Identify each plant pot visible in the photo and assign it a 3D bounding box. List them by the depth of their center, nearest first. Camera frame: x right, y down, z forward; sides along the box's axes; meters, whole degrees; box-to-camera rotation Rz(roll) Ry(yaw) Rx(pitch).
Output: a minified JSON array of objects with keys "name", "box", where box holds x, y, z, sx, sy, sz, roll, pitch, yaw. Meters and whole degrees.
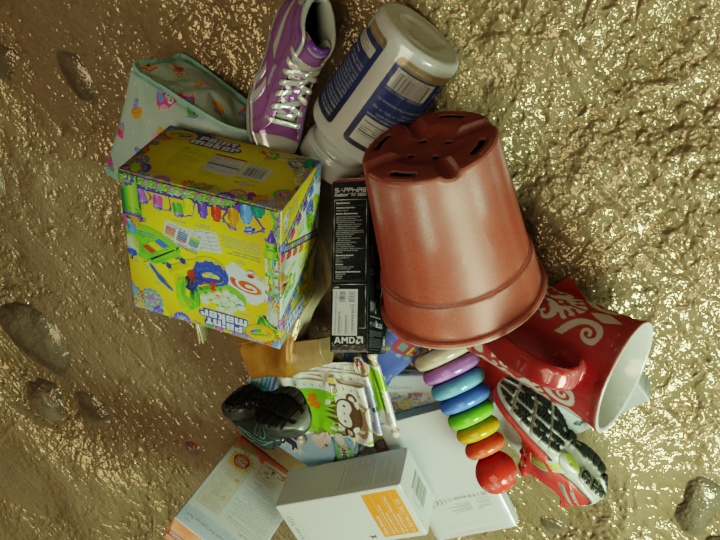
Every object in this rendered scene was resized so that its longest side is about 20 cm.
[{"name":"plant pot","box":[0.095,-0.055,0.898,0.198,0.202,0.197,-1,127,23]}]

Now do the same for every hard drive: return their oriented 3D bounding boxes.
[{"name":"hard drive","box":[0.122,0.282,1.145,0.131,0.027,0.202,-20,104,30]}]

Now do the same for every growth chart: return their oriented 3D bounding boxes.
[{"name":"growth chart","box":[-0.032,0.183,1.111,0.198,0.018,0.147,-11,106,38]}]

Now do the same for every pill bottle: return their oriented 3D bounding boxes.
[{"name":"pill bottle","box":[0.014,-0.196,0.943,0.111,0.111,0.200,41,123,0]}]

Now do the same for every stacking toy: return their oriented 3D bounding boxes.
[{"name":"stacking toy","box":[0.147,0.189,1.046,0.085,0.085,0.202,-28,84,31]}]

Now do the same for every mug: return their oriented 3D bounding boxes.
[{"name":"mug","box":[0.212,0.072,0.934,0.199,0.177,0.135,27,81,33]}]

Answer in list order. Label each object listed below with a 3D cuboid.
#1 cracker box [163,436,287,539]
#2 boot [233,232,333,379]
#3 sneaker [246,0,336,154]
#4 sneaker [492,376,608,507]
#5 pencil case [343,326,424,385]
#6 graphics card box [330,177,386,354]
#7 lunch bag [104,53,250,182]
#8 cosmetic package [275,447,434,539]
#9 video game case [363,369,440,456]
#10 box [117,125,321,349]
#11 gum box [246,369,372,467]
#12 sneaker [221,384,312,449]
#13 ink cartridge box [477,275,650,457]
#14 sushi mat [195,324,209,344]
[{"name":"cracker box","box":[-0.189,0.365,1.241,0.133,0.200,0.058,36,123,3]},{"name":"boot","box":[-0.112,0.042,1.102,0.142,0.070,0.205,-9,82,28]},{"name":"sneaker","box":[-0.078,-0.219,0.931,0.072,0.114,0.204,6,95,-26]},{"name":"sneaker","box":[0.224,0.226,1.026,0.085,0.077,0.201,-36,97,37]},{"name":"pencil case","box":[0.057,0.072,1.070,0.077,0.088,0.200,25,126,-21]},{"name":"graphics card box","box":[0.000,0.000,0.983,0.050,0.125,0.204,-2,84,11]},{"name":"lunch bag","box":[-0.210,-0.157,1.054,0.199,0.122,0.172,33,121,12]},{"name":"cosmetic package","box":[-0.007,0.325,1.145,0.198,0.072,0.102,-17,117,24]},{"name":"video game case","box":[0.050,0.236,1.183,0.179,0.023,0.203,-3,112,24]},{"name":"box","box":[-0.161,-0.040,0.959,0.197,0.122,0.195,15,127,12]},{"name":"gum box","box":[-0.076,0.201,1.188,0.198,0.044,0.172,31,126,17]},{"name":"sneaker","box":[-0.119,0.208,1.139,0.199,0.075,0.080,0,127,56]},{"name":"ink cartridge box","box":[0.238,0.129,1.041,0.199,0.044,0.174,-35,98,32]},{"name":"sushi mat","box":[-0.238,-0.005,1.152,0.012,0.096,0.203,-7,112,0]}]
